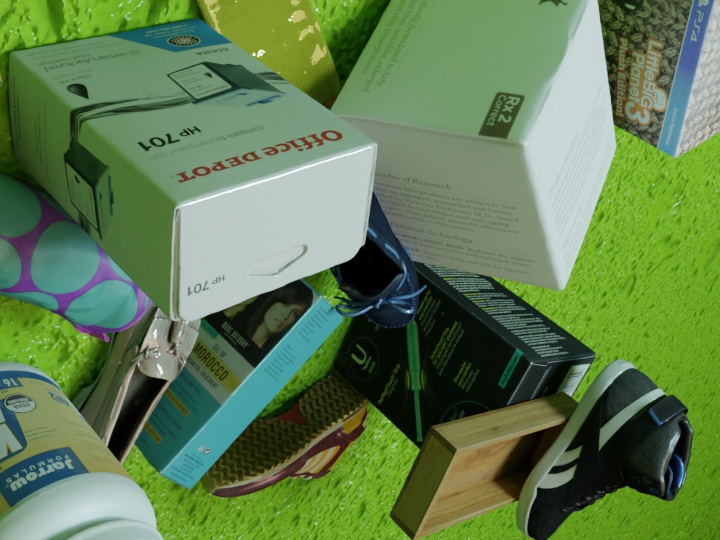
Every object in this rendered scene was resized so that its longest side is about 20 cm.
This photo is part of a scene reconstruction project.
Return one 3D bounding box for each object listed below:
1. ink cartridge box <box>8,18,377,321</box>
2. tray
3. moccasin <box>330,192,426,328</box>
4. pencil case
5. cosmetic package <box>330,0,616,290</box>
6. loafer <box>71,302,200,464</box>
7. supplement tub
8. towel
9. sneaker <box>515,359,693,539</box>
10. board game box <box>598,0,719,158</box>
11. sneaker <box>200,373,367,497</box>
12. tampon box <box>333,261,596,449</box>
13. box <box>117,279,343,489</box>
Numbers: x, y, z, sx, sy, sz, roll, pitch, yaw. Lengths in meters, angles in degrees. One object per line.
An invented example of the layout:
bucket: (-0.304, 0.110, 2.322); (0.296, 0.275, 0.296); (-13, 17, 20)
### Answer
ink cartridge box: (-0.109, -0.074, 0.626); (0.146, 0.200, 0.086); (-22, 135, -36)
tray: (0.119, 0.171, 0.893); (0.200, 0.037, 0.099); (-5, 125, -46)
moccasin: (0.000, 0.000, 0.836); (0.080, 0.068, 0.200); (-19, 140, 13)
pencil case: (-0.227, -0.013, 0.647); (0.200, 0.085, 0.093); (22, 87, -53)
cosmetic package: (0.103, -0.114, 0.819); (0.165, 0.165, 0.200); (-64, 150, -25)
loafer: (-0.177, 0.088, 0.810); (0.072, 0.063, 0.200); (24, 102, -53)
supplement tub: (-0.236, 0.173, 0.700); (0.145, 0.200, 0.145); (-29, 139, -29)
towel: (-0.053, -0.140, 0.761); (0.086, 0.018, 0.200); (-39, 133, -19)
sneaker: (0.226, 0.192, 0.901); (0.073, 0.112, 0.200); (2, 120, -47)
board game box: (0.248, -0.226, 0.893); (0.097, 0.200, 0.160); (-29, 138, -29)
sneaker: (-0.071, 0.189, 1.009); (0.200, 0.075, 0.090); (-26, 134, -30)
tampon box: (0.101, 0.092, 1.006); (0.126, 0.200, 0.150); (2, 120, -49)
box: (-0.114, 0.085, 0.861); (0.200, 0.082, 0.049); (-48, 144, -6)
